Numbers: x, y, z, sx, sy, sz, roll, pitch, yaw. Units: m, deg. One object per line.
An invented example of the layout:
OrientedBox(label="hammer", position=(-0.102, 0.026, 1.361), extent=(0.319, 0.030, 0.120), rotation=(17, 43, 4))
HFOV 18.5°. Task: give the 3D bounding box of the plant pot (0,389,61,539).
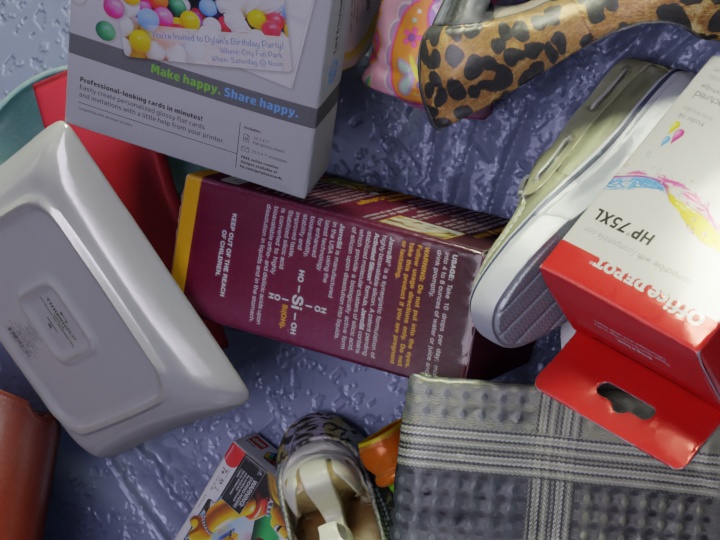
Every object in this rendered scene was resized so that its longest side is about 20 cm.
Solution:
OrientedBox(label="plant pot", position=(-0.288, 0.174, 1.420), extent=(0.199, 0.201, 0.197), rotation=(4, 71, 26))

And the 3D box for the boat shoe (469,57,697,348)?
OrientedBox(label="boat shoe", position=(0.122, -0.039, 1.238), extent=(0.062, 0.072, 0.200), rotation=(28, 64, 37))

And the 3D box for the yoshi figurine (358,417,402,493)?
OrientedBox(label="yoshi figurine", position=(0.090, 0.166, 1.306), extent=(0.111, 0.112, 0.201), rotation=(-27, 85, 6))

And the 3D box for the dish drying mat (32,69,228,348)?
OrientedBox(label="dish drying mat", position=(-0.146, -0.035, 1.395), extent=(0.076, 0.018, 0.201), rotation=(-20, 87, 26))

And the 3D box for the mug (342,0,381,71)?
OrientedBox(label="mug", position=(-0.060, -0.174, 1.320), extent=(0.152, 0.187, 0.150), rotation=(19, 77, 21))

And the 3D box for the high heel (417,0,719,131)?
OrientedBox(label="high heel", position=(0.136, -0.117, 1.231), extent=(0.199, 0.071, 0.143), rotation=(22, 94, -3))

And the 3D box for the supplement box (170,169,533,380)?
OrientedBox(label="supplement box", position=(0.000, 0.000, 1.315), extent=(0.199, 0.110, 0.086), rotation=(15, 104, 24))

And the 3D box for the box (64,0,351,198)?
OrientedBox(label="box", position=(-0.083, -0.152, 1.221), extent=(0.155, 0.041, 0.201), rotation=(18, 126, 12))

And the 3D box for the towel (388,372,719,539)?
OrientedBox(label="towel", position=(0.114, 0.158, 1.235), extent=(0.198, 0.035, 0.194), rotation=(6, 95, 5))

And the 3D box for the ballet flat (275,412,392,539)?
OrientedBox(label="ballet flat", position=(-0.013, 0.154, 1.316), extent=(0.072, 0.072, 0.201), rotation=(-37, 47, 25))

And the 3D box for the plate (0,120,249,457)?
OrientedBox(label="plate", position=(-0.178, 0.025, 1.359), extent=(0.200, 0.032, 0.200), rotation=(56, 144, -7))

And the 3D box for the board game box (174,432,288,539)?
OrientedBox(label="board game box", position=(-0.075, 0.222, 1.422), extent=(0.126, 0.035, 0.201), rotation=(37, 111, 17))

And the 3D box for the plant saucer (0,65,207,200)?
OrientedBox(label="plant saucer", position=(-0.168, -0.034, 1.436), extent=(0.199, 0.036, 0.202), rotation=(4, 98, 27))

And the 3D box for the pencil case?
OrientedBox(label="pencil case", position=(0.062, -0.190, 1.279), extent=(0.087, 0.087, 0.201), rotation=(19, 104, 23))

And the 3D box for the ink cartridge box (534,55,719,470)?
OrientedBox(label="ink cartridge box", position=(0.181, -0.006, 1.178), extent=(0.116, 0.067, 0.200), rotation=(29, 73, 40))

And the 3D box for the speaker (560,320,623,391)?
OrientedBox(label="speaker", position=(0.214, 0.035, 1.230), extent=(0.199, 0.081, 0.082), rotation=(-3, 95, 26))
